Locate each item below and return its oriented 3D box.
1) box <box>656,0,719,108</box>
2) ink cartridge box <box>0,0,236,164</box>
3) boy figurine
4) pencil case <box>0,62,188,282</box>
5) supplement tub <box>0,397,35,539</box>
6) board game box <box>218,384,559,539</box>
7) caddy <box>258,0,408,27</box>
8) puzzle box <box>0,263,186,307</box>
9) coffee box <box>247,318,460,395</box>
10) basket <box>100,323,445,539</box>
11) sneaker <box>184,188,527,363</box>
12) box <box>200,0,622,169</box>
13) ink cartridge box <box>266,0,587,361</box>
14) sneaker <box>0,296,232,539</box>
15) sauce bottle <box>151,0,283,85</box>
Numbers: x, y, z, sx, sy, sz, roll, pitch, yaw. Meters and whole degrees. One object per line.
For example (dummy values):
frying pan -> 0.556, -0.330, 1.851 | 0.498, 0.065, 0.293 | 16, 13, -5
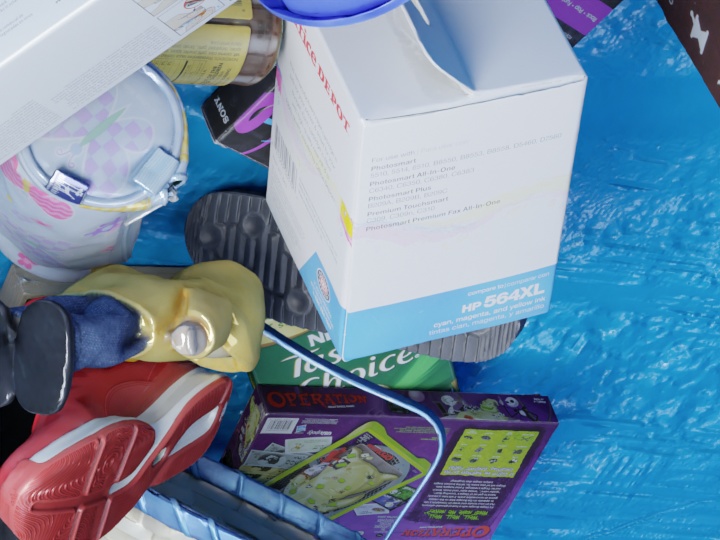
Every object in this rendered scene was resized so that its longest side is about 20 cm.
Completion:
box -> 0.276, -0.160, 1.547 | 0.164, 0.200, 0.166 | -8, 138, -21
ink cartridge box -> -0.164, -0.165, 1.342 | 0.200, 0.176, 0.084 | -33, 158, 10
boy figurine -> -0.121, 0.031, 1.497 | 0.124, 0.065, 0.200 | 3, -175, 31
pencil case -> -0.140, -0.051, 1.468 | 0.090, 0.083, 0.200 | 25, 165, -8
supplement tub -> -0.208, 0.150, 1.665 | 0.107, 0.107, 0.200 | -13, 139, -15
board game box -> 0.010, 0.120, 1.783 | 0.199, 0.032, 0.120 | 4, 131, -26
caddy -> 0.018, -0.205, 1.404 | 0.200, 0.142, 0.105 | -32, 136, 9
puzzle box -> -0.170, 0.075, 1.707 | 0.133, 0.025, 0.200 | 1, 134, -29
coffee box -> -0.007, 0.059, 1.763 | 0.122, 0.044, 0.200 | -20, 141, -5
basket -> -0.068, 0.132, 1.658 | 0.201, 0.176, 0.139 | -62, 175, 14
sneaker -> 0.000, 0.000, 1.646 | 0.199, 0.082, 0.070 | 20, 107, 9
box -> 0.028, -0.120, 1.589 | 0.200, 0.036, 0.143 | -44, 137, 19
ink cartridge box -> 0.032, -0.076, 1.510 | 0.125, 0.129, 0.200 | -12, 140, -17
sneaker -> -0.162, 0.078, 1.536 | 0.200, 0.115, 0.079 | -21, 136, -63
sauce bottle -> -0.139, -0.129, 1.464 | 0.199, 0.065, 0.065 | 3, 133, -29
